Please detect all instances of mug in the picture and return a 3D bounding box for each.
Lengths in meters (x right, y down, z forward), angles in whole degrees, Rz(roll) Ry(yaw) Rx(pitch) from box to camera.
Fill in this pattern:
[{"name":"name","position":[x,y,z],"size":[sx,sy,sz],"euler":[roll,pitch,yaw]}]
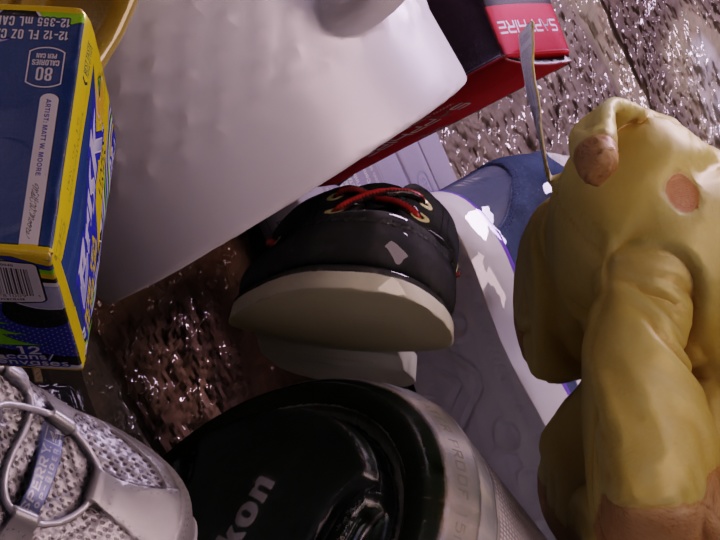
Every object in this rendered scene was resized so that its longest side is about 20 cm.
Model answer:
[{"name":"mug","position":[-0.055,-0.109,0.822],"size":[0.147,0.200,0.176],"euler":[-36,97,-41]}]

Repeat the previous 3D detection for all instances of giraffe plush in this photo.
[{"name":"giraffe plush","position":[0.145,0.007,0.873],"size":[0.173,0.161,0.202],"euler":[-133,-143,-80]}]

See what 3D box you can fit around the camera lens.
[{"name":"camera lens","position":[0.007,0.148,0.870],"size":[0.200,0.159,0.161],"euler":[52,39,-37]}]

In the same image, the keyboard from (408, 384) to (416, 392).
[{"name":"keyboard","position":[0.068,0.111,1.061],"size":[0.127,0.020,0.202],"euler":[-11,90,-53]}]

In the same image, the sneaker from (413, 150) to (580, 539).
[{"name":"sneaker","position":[0.092,0.049,1.024],"size":[0.146,0.080,0.201],"euler":[-17,88,-47]}]

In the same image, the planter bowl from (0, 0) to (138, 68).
[{"name":"planter bowl","position":[-0.163,-0.119,0.729],"size":[0.199,0.083,0.202],"euler":[3,85,-34]}]

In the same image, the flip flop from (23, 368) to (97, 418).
[{"name":"flip flop","position":[-0.122,0.063,0.795],"size":[0.081,0.057,0.201],"euler":[13,53,-50]}]

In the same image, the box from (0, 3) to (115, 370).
[{"name":"box","position":[-0.163,-0.024,0.608],"size":[0.064,0.198,0.071],"euler":[88,6,-63]}]

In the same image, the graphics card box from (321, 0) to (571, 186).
[{"name":"graphics card box","position":[-0.012,-0.145,0.941],"size":[0.051,0.125,0.201],"euler":[-8,77,-51]}]

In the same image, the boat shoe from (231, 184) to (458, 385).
[{"name":"boat shoe","position":[-0.003,0.000,0.864],"size":[0.201,0.073,0.064],"euler":[91,8,-83]}]

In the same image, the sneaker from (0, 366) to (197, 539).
[{"name":"sneaker","position":[-0.127,0.044,0.694],"size":[0.199,0.082,0.075],"euler":[24,54,-25]}]

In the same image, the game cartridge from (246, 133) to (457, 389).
[{"name":"game cartridge","position":[0.009,-0.004,1.053],"size":[0.130,0.038,0.201],"euler":[-50,122,-49]}]
